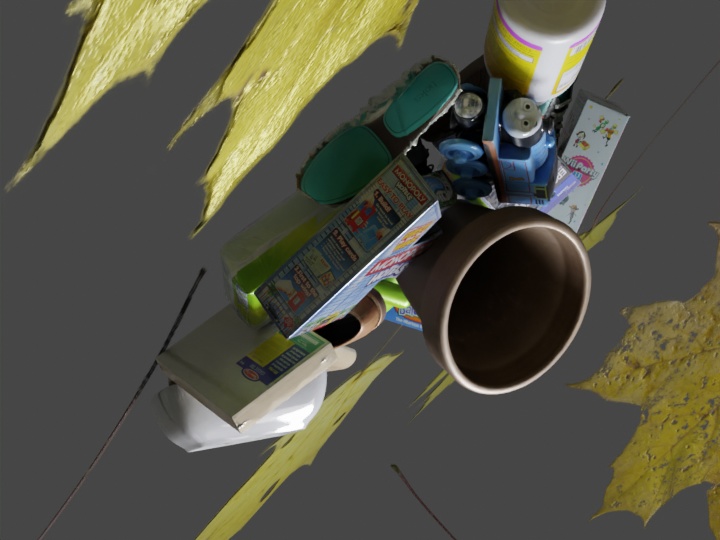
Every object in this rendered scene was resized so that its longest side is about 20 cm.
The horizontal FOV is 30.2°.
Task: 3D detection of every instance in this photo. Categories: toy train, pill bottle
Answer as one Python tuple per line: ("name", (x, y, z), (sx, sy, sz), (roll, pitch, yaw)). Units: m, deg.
("toy train", (0.146, -0.132, 1.385), (0.200, 0.112, 0.088), (59, 36, -69))
("pill bottle", (0.177, -0.235, 1.331), (0.104, 0.105, 0.200), (-38, 168, -11))

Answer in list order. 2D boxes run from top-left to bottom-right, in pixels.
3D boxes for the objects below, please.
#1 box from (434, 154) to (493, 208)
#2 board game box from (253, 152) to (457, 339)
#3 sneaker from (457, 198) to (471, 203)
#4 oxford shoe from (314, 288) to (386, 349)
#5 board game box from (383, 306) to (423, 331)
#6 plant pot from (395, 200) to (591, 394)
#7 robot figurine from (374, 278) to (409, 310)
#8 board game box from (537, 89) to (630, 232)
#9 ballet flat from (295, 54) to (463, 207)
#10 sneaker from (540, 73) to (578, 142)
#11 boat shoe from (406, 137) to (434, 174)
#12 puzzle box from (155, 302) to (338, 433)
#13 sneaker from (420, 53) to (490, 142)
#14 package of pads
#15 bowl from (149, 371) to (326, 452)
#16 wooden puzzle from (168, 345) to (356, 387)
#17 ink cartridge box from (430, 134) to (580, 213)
("box", (0.161, -0.104, 1.736), (0.101, 0.113, 0.200), (-38, 169, -19))
("board game box", (0.022, -0.034, 1.317), (0.200, 0.062, 0.199), (-45, 166, 31))
("sneaker", (0.086, -0.022, 1.688), (0.198, 0.080, 0.095), (-14, 148, 39))
("oxford shoe", (-0.070, 0.071, 1.498), (0.198, 0.072, 0.071), (-23, -170, 27))
("board game box", (0.109, 0.027, 1.769), (0.200, 0.150, 0.046), (-44, 149, -65))
("plant pot", (0.123, 0.006, 1.446), (0.198, 0.174, 0.203), (-14, 119, -26))
("robot figurine", (0.000, 0.000, 1.584), (0.199, 0.116, 0.175), (-39, -160, -9))
("board game box", (0.279, -0.129, 1.754), (0.148, 0.063, 0.202), (-65, 177, -76))
("ballet flat", (0.018, -0.131, 1.301), (0.199, 0.072, 0.072), (-39, 168, -9))
("sneaker", (0.237, -0.190, 1.744), (0.071, 0.080, 0.201), (-31, 164, -40))
("boat shoe", (0.042, -0.106, 1.469), (0.074, 0.062, 0.200), (-40, 170, -10))
("puzzle box", (-0.126, 0.095, 1.436), (0.132, 0.026, 0.199), (-36, -150, -18))
("sneaker", (0.153, -0.197, 1.459), (0.199, 0.076, 0.070), (-41, 169, -4))
("package of pads", (-0.056, -0.031, 1.409), (0.199, 0.068, 0.155), (-35, 168, -13))
("bowl", (-0.141, 0.165, 1.578), (0.197, 0.076, 0.200), (-9, 172, -19))
("wooden puzzle", (-0.119, 0.109, 1.652), (0.197, 0.047, 0.185), (-13, 169, 12))
("ink cartridge box", (0.176, -0.125, 1.569), (0.099, 0.200, 0.039), (-44, -149, 10))
